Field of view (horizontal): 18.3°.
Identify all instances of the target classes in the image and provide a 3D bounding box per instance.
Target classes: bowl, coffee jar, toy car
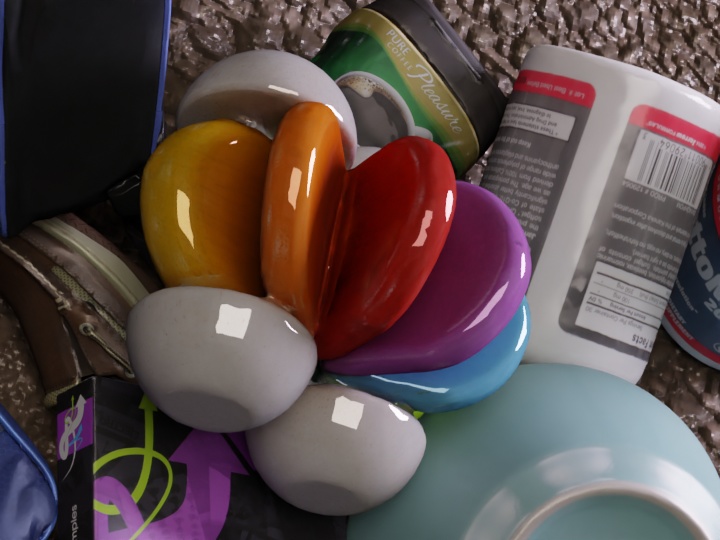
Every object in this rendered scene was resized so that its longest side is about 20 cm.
[{"bbox_3d":[0.098,0.146,1.035,0.200,0.105,0.201,0,92,-13],"label":"bowl"},{"bbox_3d":[-0.019,-0.057,1.150,0.200,0.085,0.104,-38,90,-21],"label":"coffee jar"},{"bbox_3d":[0.000,0.000,0.990,0.200,0.150,0.175,42,47,-43],"label":"toy car"}]

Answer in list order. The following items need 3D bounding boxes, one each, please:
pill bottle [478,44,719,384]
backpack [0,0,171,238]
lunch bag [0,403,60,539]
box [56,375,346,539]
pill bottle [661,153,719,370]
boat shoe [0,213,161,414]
[{"bbox_3d":[0.104,-0.004,1.134,0.110,0.111,0.201,20,90,-8],"label":"pill bottle"},{"bbox_3d":[-0.176,-0.137,1.049,0.147,0.183,0.200,-11,45,-18],"label":"backpack"},{"bbox_3d":[-0.242,0.124,1.008,0.200,0.132,0.136,-41,87,-23],"label":"lunch bag"},{"bbox_3d":[-0.067,0.156,1.007,0.143,0.036,0.201,13,64,-36],"label":"box"},{"bbox_3d":[0.233,-0.027,1.147,0.119,0.200,0.120,5,71,-14],"label":"pill bottle"},{"bbox_3d":[-0.132,0.035,1.096,0.202,0.075,0.075,36,65,-2],"label":"boat shoe"}]
